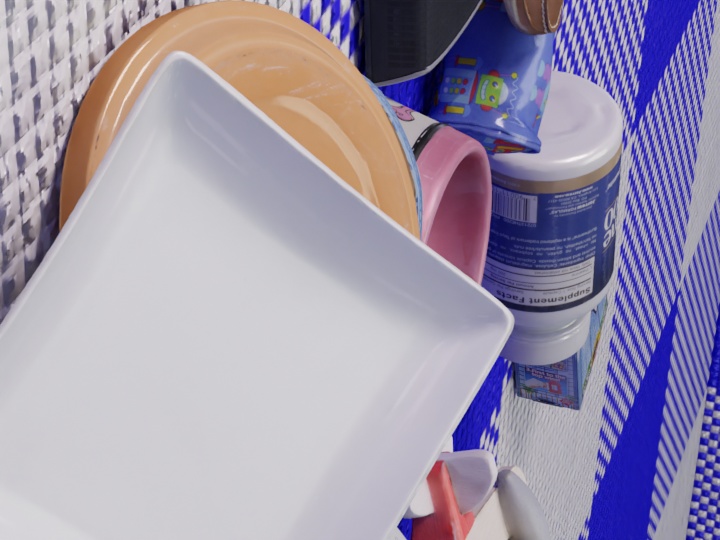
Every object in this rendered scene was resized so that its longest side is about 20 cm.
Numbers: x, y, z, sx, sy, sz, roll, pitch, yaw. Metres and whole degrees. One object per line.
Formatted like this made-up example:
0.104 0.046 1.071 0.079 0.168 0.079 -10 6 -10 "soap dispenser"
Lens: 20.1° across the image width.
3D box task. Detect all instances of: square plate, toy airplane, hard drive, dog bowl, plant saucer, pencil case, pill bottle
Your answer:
-0.056 0.050 0.776 0.200 0.028 0.199 37 80 -33 "square plate"
0.081 0.211 1.408 0.199 0.141 0.201 63 42 -65 "toy airplane"
0.050 -0.205 1.171 0.200 0.042 0.135 -61 157 -47 "hard drive"
0.017 0.001 1.154 0.200 0.073 0.201 13 90 -75 "dog bowl"
-0.039 -0.013 0.843 0.200 0.032 0.201 11 75 -47 "plant saucer"
0.098 -0.170 1.303 0.087 0.078 0.201 59 44 -79 "pencil case"
0.127 -0.032 1.442 0.111 0.111 0.201 -62 158 -44 "pill bottle"

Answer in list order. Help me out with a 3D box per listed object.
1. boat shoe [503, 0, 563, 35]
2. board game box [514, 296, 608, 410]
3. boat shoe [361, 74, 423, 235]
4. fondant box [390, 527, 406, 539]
0.123 -0.232 1.196 0.076 0.071 0.201 -53 150 -60 "boat shoe"
0.176 -0.009 1.727 0.200 0.061 0.201 65 40 -66 "board game box"
0.000 0.000 1.020 0.072 0.072 0.201 -87 167 -69 "boat shoe"
-0.036 0.161 0.881 0.200 0.058 0.144 54 48 -24 "fondant box"
